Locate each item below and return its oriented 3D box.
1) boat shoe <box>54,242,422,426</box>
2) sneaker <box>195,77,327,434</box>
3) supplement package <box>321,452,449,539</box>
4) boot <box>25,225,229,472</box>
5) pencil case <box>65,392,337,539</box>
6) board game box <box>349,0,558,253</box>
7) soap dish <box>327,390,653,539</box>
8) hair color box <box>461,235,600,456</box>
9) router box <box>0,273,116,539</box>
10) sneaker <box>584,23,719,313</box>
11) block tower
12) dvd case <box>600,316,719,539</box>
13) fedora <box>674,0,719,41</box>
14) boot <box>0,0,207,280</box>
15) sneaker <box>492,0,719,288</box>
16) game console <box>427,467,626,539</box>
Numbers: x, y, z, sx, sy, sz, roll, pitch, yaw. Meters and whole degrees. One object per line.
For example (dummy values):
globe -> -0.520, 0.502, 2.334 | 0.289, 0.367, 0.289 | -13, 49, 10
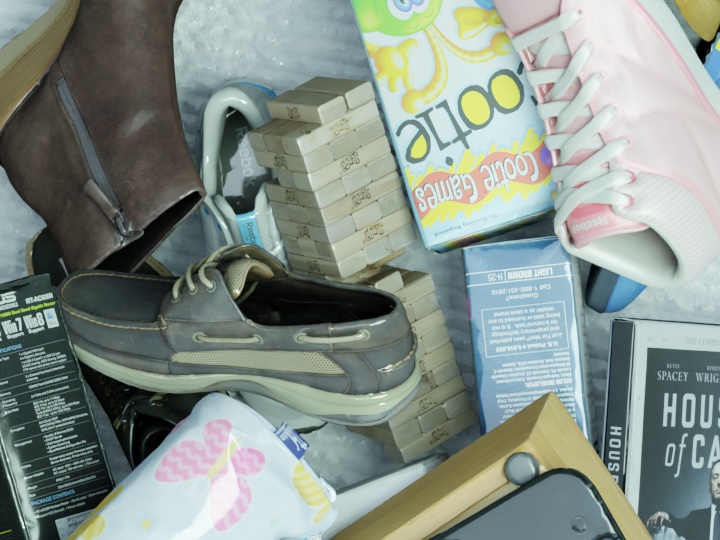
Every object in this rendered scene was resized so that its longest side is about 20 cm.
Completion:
boat shoe -> -0.063, 0.020, 1.372 | 0.199, 0.075, 0.074 | 9, 123, 10
sneaker -> -0.057, -0.007, 1.452 | 0.075, 0.087, 0.201 | -14, 88, 5
supplement package -> 0.022, 0.212, 1.419 | 0.121, 0.120, 0.201 | -21, 86, 8
boot -> -0.120, 0.053, 1.431 | 0.077, 0.138, 0.200 | -39, 84, 4
pencil case -> -0.103, 0.153, 1.305 | 0.200, 0.083, 0.091 | -45, 100, -11
board game box -> 0.057, -0.120, 1.431 | 0.102, 0.105, 0.201 | -17, 87, 5
soap dish -> 0.054, 0.179, 1.312 | 0.200, 0.081, 0.158 | -34, 84, 7
hair color box -> 0.096, 0.085, 1.423 | 0.060, 0.100, 0.201 | -7, 88, 7
router box -> -0.213, 0.098, 1.420 | 0.062, 0.200, 0.151 | -15, 87, -37
sneaker -> 0.191, -0.056, 1.430 | 0.078, 0.066, 0.201 | 30, 89, -5
block tower -> 0.000, 0.000, 1.419 | 0.054, 0.058, 0.201 | -28, 110, -26
dvd case -> 0.179, 0.128, 1.399 | 0.025, 0.150, 0.201 | 4, 89, 46
fedora -> 0.125, -0.206, 1.389 | 0.081, 0.201, 0.202 | -20, 86, 17
boot -> -0.113, -0.101, 1.440 | 0.200, 0.072, 0.167 | -43, 56, 17
sneaker -> 0.119, -0.076, 1.329 | 0.200, 0.075, 0.105 | 48, 56, -15
game console -> 0.070, 0.215, 1.208 | 0.170, 0.118, 0.201 | -31, 85, 8
